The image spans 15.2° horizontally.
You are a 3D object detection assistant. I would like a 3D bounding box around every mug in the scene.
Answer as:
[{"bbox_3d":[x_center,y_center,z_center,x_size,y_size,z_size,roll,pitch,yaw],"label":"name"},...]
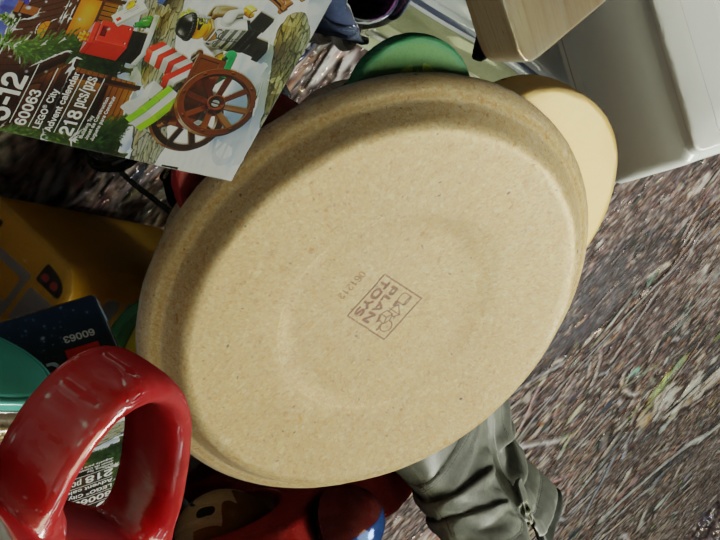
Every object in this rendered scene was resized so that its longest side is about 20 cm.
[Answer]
[{"bbox_3d":[-0.111,0.121,0.903,0.177,0.134,0.200,-26,166,11],"label":"mug"}]

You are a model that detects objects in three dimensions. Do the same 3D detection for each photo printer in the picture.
[{"bbox_3d":[0.145,-0.151,1.198,0.166,0.200,0.069,-19,-178,-44],"label":"photo printer"}]

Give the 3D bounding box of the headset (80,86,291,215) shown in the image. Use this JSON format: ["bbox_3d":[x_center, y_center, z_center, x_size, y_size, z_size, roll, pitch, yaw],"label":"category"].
[{"bbox_3d":[-0.040,-0.029,1.109,0.094,0.124,0.200,-24,154,27],"label":"headset"}]

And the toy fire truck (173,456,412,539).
[{"bbox_3d":[-0.056,0.110,1.239,0.168,0.112,0.200,-15,-170,22],"label":"toy fire truck"}]

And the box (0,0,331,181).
[{"bbox_3d":[-0.064,-0.126,0.869,0.136,0.038,0.200,11,127,-28],"label":"box"}]

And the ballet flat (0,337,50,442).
[{"bbox_3d":[-0.195,0.039,0.893,0.200,0.071,0.065,18,110,-37],"label":"ballet flat"}]

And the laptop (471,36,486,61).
[{"bbox_3d":[0.050,-0.195,1.020,0.200,0.103,0.177,152,-46,-74],"label":"laptop"}]

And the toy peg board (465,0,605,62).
[{"bbox_3d":[0.108,-0.204,0.931,0.199,0.098,0.200,-41,122,-39],"label":"toy peg board"}]

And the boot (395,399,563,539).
[{"bbox_3d":[0.052,0.059,1.249,0.068,0.131,0.200,-23,-163,29],"label":"boot"}]

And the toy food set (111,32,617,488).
[{"bbox_3d":[0.000,0.000,1.052,0.198,0.049,0.200,14,117,-36],"label":"toy food set"}]

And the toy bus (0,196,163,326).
[{"bbox_3d":[-0.116,0.021,1.137,0.078,0.065,0.200,-53,162,10],"label":"toy bus"}]

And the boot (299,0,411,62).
[{"bbox_3d":[-0.022,-0.108,1.038,0.073,0.090,0.200,-45,162,-10],"label":"boot"}]

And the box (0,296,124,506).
[{"bbox_3d":[-0.188,0.088,1.008,0.200,0.038,0.137,-17,150,-17],"label":"box"}]

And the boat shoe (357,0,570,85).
[{"bbox_3d":[0.067,-0.101,1.217,0.200,0.072,0.062,30,125,-34],"label":"boat shoe"}]
